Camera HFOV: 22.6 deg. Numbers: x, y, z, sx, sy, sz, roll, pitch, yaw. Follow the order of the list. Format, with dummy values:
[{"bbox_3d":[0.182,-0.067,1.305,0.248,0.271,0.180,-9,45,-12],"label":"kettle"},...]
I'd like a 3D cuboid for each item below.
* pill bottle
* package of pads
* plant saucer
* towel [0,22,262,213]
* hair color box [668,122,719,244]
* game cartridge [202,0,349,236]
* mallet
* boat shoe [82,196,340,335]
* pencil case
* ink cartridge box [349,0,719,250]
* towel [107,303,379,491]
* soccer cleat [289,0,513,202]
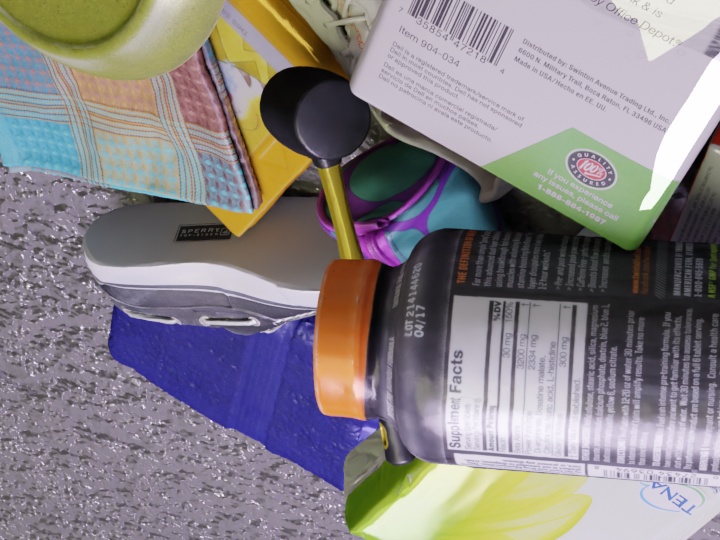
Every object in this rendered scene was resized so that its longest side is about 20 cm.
[{"bbox_3d":[0.081,0.036,0.795,0.199,0.107,0.107,4,139,10],"label":"pill bottle"},{"bbox_3d":[0.110,0.093,0.930,0.154,0.068,0.200,36,112,-26],"label":"package of pads"},{"bbox_3d":[-0.149,-0.183,0.884,0.199,0.031,0.201,21,128,29],"label":"plant saucer"},{"bbox_3d":[-0.150,-0.104,0.986,0.199,0.022,0.147,12,135,36],"label":"towel"},{"bbox_3d":[0.244,0.000,0.812,0.199,0.064,0.111,28,146,12],"label":"hair color box"},{"bbox_3d":[-0.097,-0.126,0.950,0.200,0.032,0.176,43,145,-3],"label":"game cartridge"},{"bbox_3d":[0.000,0.000,0.854,0.066,0.041,0.201,-167,60,-73],"label":"mallet"},{"bbox_3d":[-0.064,0.005,1.048,0.199,0.072,0.068,0,137,19],"label":"boat shoe"},{"bbox_3d":[0.054,0.021,0.967,0.085,0.093,0.201,-9,126,33],"label":"pencil case"},{"bbox_3d":[0.100,-0.129,0.725,0.145,0.084,0.200,30,135,4],"label":"ink cartridge box"},{"bbox_3d":[-0.064,0.048,1.147,0.199,0.050,0.148,28,139,10],"label":"towel"},{"bbox_3d":[0.011,-0.115,0.850,0.200,0.078,0.069,38,146,-6],"label":"soccer cleat"}]
